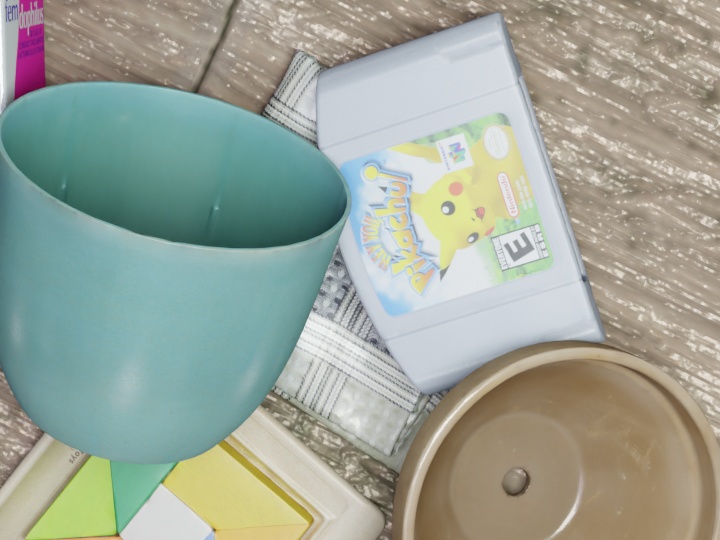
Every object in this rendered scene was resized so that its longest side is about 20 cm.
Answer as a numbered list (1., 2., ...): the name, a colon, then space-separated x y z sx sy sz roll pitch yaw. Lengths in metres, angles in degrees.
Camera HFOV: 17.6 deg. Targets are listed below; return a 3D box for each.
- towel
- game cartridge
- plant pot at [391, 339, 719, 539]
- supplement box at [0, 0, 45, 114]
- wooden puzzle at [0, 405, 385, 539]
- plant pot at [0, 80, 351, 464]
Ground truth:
1. towel: 0.000 0.000 1.392 0.199 0.035 0.193 31 101 0
2. game cartridge: 0.051 -0.034 1.348 0.132 0.040 0.202 -17 97 16
3. plant pot: 0.106 0.134 1.356 0.199 0.093 0.203 -3 100 -16
4. supplement box: -0.244 -0.139 1.364 0.102 0.101 0.202 0 100 7
5. wooden puzzle: -0.113 0.158 1.430 0.200 0.037 0.185 40 101 -1
6. plant pot: -0.121 0.009 1.309 0.199 0.201 0.162 18 116 3
